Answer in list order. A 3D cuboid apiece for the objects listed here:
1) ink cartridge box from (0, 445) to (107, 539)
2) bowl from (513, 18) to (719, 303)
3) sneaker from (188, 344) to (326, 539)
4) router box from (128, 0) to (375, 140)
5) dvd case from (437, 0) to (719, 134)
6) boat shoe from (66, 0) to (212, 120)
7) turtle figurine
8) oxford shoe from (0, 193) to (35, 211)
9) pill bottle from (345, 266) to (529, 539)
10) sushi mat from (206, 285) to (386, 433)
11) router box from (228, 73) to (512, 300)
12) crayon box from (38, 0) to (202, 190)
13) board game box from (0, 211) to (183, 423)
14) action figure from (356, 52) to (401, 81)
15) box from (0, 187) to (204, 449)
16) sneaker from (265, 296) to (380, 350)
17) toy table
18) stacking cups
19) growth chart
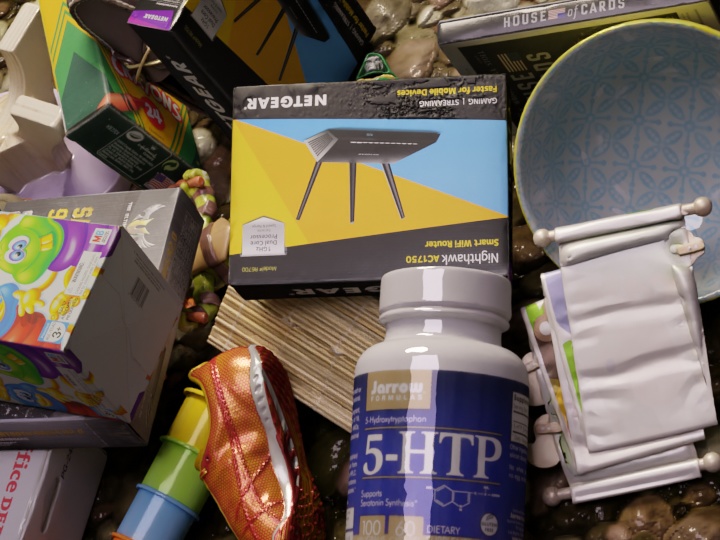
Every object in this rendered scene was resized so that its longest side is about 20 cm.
[{"bbox_3d":[-0.309,0.182,1.512,0.199,0.083,0.146,1,60,25],"label":"ink cartridge box"},{"bbox_3d":[0.214,-0.084,1.391,0.199,0.201,0.108,-12,13,19],"label":"bowl"},{"bbox_3d":[-0.074,0.155,1.409,0.077,0.073,0.201,-19,70,18],"label":"sneaker"},{"bbox_3d":[-0.080,-0.191,1.549,0.051,0.200,0.150,16,69,36],"label":"router box"},{"bbox_3d":[0.174,-0.152,1.440,0.199,0.150,0.025,-7,65,23],"label":"dvd case"},{"bbox_3d":[-0.154,-0.176,1.592,0.072,0.200,0.060,-24,52,38],"label":"boat shoe"},{"bbox_3d":[-0.104,-0.012,1.542,0.161,0.064,0.201,-31,39,29],"label":"turtle figurine"},{"bbox_3d":[-0.296,0.036,1.582,0.070,0.075,0.201,-2,79,24],"label":"oxford shoe"},{"bbox_3d":[0.053,0.105,1.329,0.119,0.120,0.201,-3,77,25],"label":"pill bottle"},{"bbox_3d":[-0.013,0.058,1.429,0.199,0.012,0.096,32,101,17],"label":"sushi mat"},{"bbox_3d":[0.009,-0.059,1.412,0.199,0.051,0.150,-3,75,9],"label":"router box"},{"bbox_3d":[-0.204,-0.169,1.649,0.051,0.127,0.201,-32,52,18],"label":"crayon box"},{"bbox_3d":[-0.246,0.027,1.405,0.199,0.105,0.103,7,61,29],"label":"board game box"},{"bbox_3d":[0.009,-0.106,1.532,0.117,0.055,0.201,-8,37,8],"label":"action figure"},{"bbox_3d":[-0.214,0.036,1.484,0.157,0.048,0.201,-3,56,24],"label":"box"},{"bbox_3d":[0.000,0.000,1.479,0.199,0.075,0.082,-27,53,9],"label":"sneaker"},{"bbox_3d":[-0.295,-0.119,1.674,0.199,0.117,0.185,6,63,28],"label":"toy table"},{"bbox_3d":[-0.148,0.185,1.447,0.060,0.061,0.201,16,70,33],"label":"stacking cups"},{"bbox_3d":[0.174,0.056,1.346,0.144,0.018,0.201,-5,85,19],"label":"growth chart"}]
